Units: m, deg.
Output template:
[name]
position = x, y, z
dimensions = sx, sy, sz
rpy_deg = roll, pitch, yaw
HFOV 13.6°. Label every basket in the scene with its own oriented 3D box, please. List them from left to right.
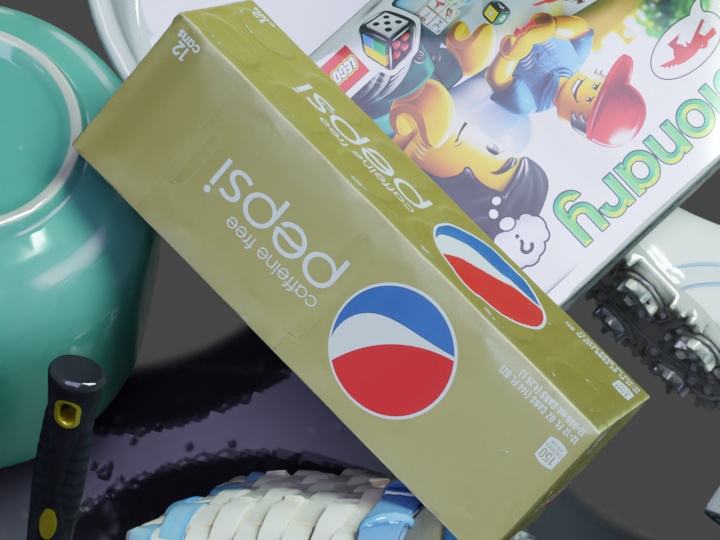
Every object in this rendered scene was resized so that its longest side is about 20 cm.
[basket]
position = 0.023, 0.138, 1.049
dimensions = 0.199, 0.176, 0.140
rpy_deg = 4, 94, 17

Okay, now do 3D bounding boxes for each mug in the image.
[mug]
position = -0.139, -0.008, 1.077
dimensions = 0.151, 0.115, 0.185
rpy_deg = -23, 65, -22

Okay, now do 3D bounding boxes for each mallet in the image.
[mallet]
position = -0.101, 0.104, 1.057
dimensions = 0.066, 0.200, 0.041
rpy_deg = 22, 46, -3

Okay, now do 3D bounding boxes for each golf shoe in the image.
[golf shoe]
position = 0.156, 0.013, 1.115
dimensions = 0.200, 0.078, 0.097
rpy_deg = 41, 78, 0

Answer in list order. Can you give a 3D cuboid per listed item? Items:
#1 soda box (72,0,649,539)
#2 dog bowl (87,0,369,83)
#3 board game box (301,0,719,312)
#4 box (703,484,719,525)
[soda box]
position = 0.000, 0.000, 1.018
dimensions = 0.200, 0.068, 0.064
rpy_deg = 45, 110, 9
[dog bowl]
position = -0.003, -0.117, 1.137
dimensions = 0.199, 0.079, 0.201
rpy_deg = -1, 80, 3
[board game box]
position = 0.093, -0.091, 1.070
dimensions = 0.200, 0.035, 0.126
rpy_deg = -43, 82, -7
[box]
position = 0.234, 0.083, 1.066
dimensions = 0.200, 0.036, 0.145
rpy_deg = 38, 82, -20
